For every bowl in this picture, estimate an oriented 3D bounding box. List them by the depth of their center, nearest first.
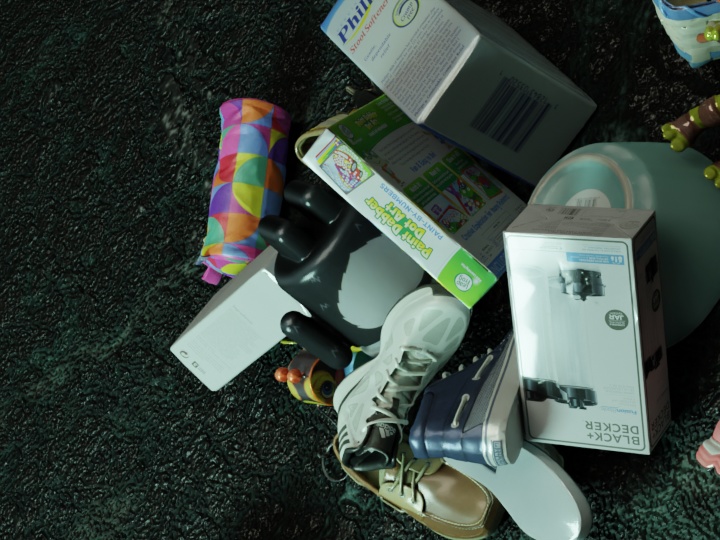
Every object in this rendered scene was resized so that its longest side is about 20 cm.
[{"bbox_3d":[0.219,-0.033,1.556,0.201,0.105,0.201,-21,59,39],"label":"bowl"}]

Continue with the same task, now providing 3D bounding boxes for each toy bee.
[{"bbox_3d":[-0.028,0.091,1.748,0.131,0.109,0.200,-22,59,35],"label":"toy bee"}]

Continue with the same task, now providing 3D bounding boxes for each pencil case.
[{"bbox_3d":[-0.127,-0.087,1.941,0.088,0.088,0.200,-7,67,43],"label":"pencil case"}]

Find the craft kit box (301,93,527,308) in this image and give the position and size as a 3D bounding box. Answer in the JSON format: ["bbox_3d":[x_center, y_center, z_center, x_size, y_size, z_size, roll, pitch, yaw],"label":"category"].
[{"bbox_3d":[0.062,-0.070,1.600,0.198,0.200,0.049,44,114,3],"label":"craft kit box"}]

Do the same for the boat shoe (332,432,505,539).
[{"bbox_3d":[0.047,0.196,1.653,0.200,0.074,0.076,18,87,47],"label":"boat shoe"}]

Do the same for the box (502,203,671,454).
[{"bbox_3d":[0.191,0.049,1.480,0.116,0.060,0.200,5,117,26],"label":"box"}]

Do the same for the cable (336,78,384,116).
[{"bbox_3d":[0.054,-0.157,1.829,0.200,0.050,0.097,39,103,35],"label":"cable"}]

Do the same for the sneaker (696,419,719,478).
[{"bbox_3d":[0.350,0.147,1.373,0.200,0.074,0.087,25,90,47],"label":"sneaker"}]

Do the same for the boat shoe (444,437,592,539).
[{"bbox_3d":[0.147,0.177,1.570,0.200,0.066,0.072,29,117,50],"label":"boat shoe"}]

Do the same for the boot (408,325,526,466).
[{"bbox_3d":[0.110,0.094,1.565,0.090,0.073,0.200,1,32,22],"label":"boot"}]

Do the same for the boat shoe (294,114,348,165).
[{"bbox_3d":[0.004,-0.112,1.801,0.200,0.066,0.074,15,123,56],"label":"boat shoe"}]

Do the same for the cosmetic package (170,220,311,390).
[{"bbox_3d":[-0.101,0.035,1.810,0.200,0.074,0.102,-36,13,47],"label":"cosmetic package"}]

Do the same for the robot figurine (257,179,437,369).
[{"bbox_3d":[0.001,-0.001,1.654,0.150,0.200,0.125,-38,25,30],"label":"robot figurine"}]

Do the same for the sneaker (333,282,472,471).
[{"bbox_3d":[0.042,0.109,1.588,0.201,0.076,0.115,-54,24,36],"label":"sneaker"}]

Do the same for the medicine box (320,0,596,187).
[{"bbox_3d":[0.092,-0.195,1.691,0.103,0.182,0.200,-54,44,13],"label":"medicine box"}]

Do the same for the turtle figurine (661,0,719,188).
[{"bbox_3d":[0.326,-0.152,1.483,0.161,0.200,0.064,-48,11,40],"label":"turtle figurine"}]

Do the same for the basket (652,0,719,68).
[{"bbox_3d":[0.296,-0.289,1.511,0.139,0.200,0.177,-20,57,7],"label":"basket"}]
